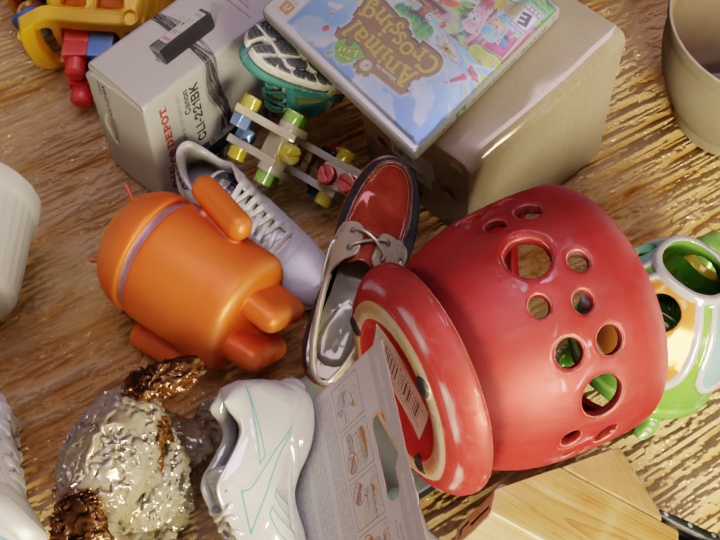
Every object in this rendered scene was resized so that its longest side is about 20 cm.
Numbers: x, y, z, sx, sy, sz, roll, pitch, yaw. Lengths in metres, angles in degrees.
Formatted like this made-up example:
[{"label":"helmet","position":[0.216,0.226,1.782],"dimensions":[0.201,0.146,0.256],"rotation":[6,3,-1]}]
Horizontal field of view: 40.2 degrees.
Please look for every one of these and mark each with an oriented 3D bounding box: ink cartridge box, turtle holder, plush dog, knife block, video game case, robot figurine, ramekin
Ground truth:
[{"label":"ink cartridge box","position":[-0.007,0.170,0.727],"dimensions":[0.049,0.200,0.163],"rotation":[11,51,-34]},{"label":"turtle holder","position":[0.268,0.041,0.839],"dimensions":[0.182,0.133,0.142],"rotation":[-7,47,-29]},{"label":"plush dog","position":[-0.174,0.153,0.742],"dimensions":[0.157,0.173,0.203],"rotation":[14,60,8]},{"label":"knife block","position":[0.190,0.231,0.730],"dimensions":[0.197,0.064,0.177],"rotation":[-8,57,-34]},{"label":"ink cartridge box","position":[-0.157,-0.186,0.968],"dimensions":[0.083,0.145,0.200],"rotation":[38,65,20]},{"label":"video game case","position":[0.042,-0.225,0.860],"dimensions":[0.182,0.022,0.200],"rotation":[-44,73,-6]},{"label":"robot figurine","position":[-0.146,0.006,0.858],"dimensions":[0.198,0.145,0.117],"rotation":[31,56,14]},{"label":"ramekin","position":[-0.379,-0.023,0.838],"dimensions":[0.196,0.201,0.100],"rotation":[-1,65,-2]}]

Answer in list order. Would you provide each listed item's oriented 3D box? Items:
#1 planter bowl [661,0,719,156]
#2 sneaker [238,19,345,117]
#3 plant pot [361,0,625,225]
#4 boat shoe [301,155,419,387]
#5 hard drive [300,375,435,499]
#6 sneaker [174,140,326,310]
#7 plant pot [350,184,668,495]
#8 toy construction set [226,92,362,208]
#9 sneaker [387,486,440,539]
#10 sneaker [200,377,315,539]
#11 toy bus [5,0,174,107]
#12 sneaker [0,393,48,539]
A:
[{"label":"planter bowl","position":[0.391,-0.200,0.994],"dimensions":[0.196,0.136,0.204],"rotation":[1,58,-1]},{"label":"sneaker","position":[-0.063,-0.182,0.951],"dimensions":[0.079,0.199,0.078],"rotation":[-38,77,17]},{"label":"plant pot","position":[0.107,-0.157,0.939],"dimensions":[0.199,0.201,0.177],"rotation":[39,75,20]},{"label":"boat shoe","position":[0.000,0.000,0.817],"dimensions":[0.070,0.063,0.204],"rotation":[20,88,2]},{"label":"hard drive","position":[0.052,0.113,0.855],"dimensions":[0.198,0.033,0.140],"rotation":[-29,63,-17]},{"label":"sneaker","position":[-0.103,-0.041,0.914],"dimensions":[0.199,0.081,0.076],"rotation":[38,70,19]},{"label":"plant pot","position":[0.101,0.058,0.747],"dimensions":[0.180,0.202,0.202],"rotation":[-22,61,-18]},{"label":"toy construction set","position":[-0.030,-0.083,0.919],"dimensions":[0.200,0.131,0.092],"rotation":[45,98,15]},{"label":"sneaker","position":[0.094,0.257,0.747],"dimensions":[0.137,0.078,0.204],"rotation":[-10,70,-9]},{"label":"sneaker","position":[-0.082,0.180,0.727],"dimensions":[0.079,0.070,0.205],"rotation":[10,72,-37]},{"label":"toy bus","position":[-0.299,-0.270,1.039],"dimensions":[0.195,0.136,0.196],"rotation":[5,74,5]},{"label":"sneaker","position":[-0.309,0.148,0.801],"dimensions":[0.080,0.077,0.200],"rotation":[-37,68,-24]}]
